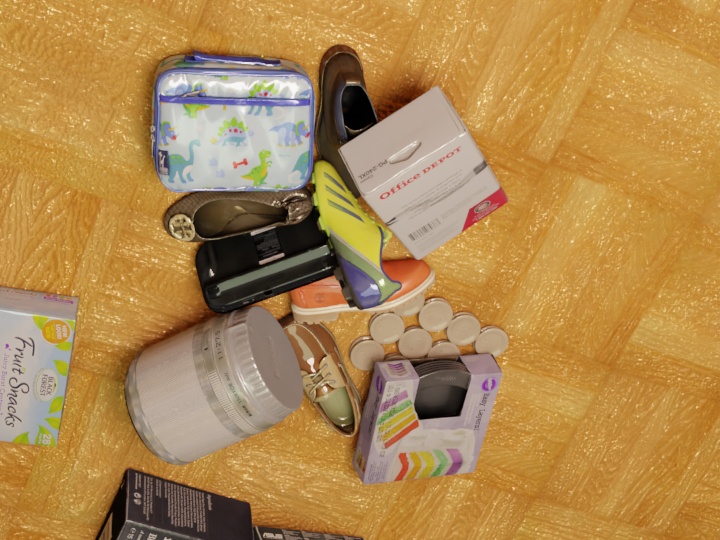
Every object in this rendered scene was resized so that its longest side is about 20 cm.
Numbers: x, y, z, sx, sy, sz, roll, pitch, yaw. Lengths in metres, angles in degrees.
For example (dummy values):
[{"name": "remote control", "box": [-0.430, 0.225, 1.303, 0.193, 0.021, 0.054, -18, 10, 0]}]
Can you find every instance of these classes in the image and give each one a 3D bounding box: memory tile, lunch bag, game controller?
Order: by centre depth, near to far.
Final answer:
[{"name": "lunch bag", "box": [-0.155, -0.179, 1.379, 0.197, 0.083, 0.163, 1, 115, -12]}, {"name": "game controller", "box": [-0.114, -0.019, 1.463, 0.198, 0.105, 0.042, -19, 147, 1]}, {"name": "memory tile", "box": [0.096, 0.110, 1.611, 0.198, 0.017, 0.154, 27, 110, -22]}]

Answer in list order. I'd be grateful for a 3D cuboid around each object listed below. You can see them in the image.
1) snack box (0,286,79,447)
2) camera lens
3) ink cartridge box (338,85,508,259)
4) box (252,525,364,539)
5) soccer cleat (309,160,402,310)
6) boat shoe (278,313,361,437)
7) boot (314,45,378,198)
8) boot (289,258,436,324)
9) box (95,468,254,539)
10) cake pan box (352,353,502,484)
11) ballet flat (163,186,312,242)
[{"name": "snack box", "box": [-0.464, 0.123, 1.491, 0.166, 0.068, 0.202, 10, 117, -14]}, {"name": "camera lens", "box": [-0.194, 0.151, 1.485, 0.198, 0.161, 0.161, -24, 120, 16]}, {"name": "ink cartridge box", "box": [0.081, -0.116, 1.400, 0.144, 0.084, 0.200, -32, 150, 8]}, {"name": "box", "box": [-0.109, 0.480, 1.733, 0.198, 0.048, 0.195, 13, 114, -31]}, {"name": "soccer cleat", "box": [-0.006, -0.049, 1.401, 0.083, 0.202, 0.065, -20, 160, 3]}, {"name": "boat shoe", "box": [-0.049, 0.147, 1.572, 0.075, 0.074, 0.201, -29, 119, 6]}, {"name": "boot", "box": [-0.017, -0.164, 1.399, 0.074, 0.097, 0.202, -9, 119, -6]}, {"name": "boot", "box": [0.000, 0.000, 1.507, 0.197, 0.075, 0.109, -11, 114, -3]}, {"name": "box", "box": [-0.281, 0.420, 1.654, 0.198, 0.118, 0.198, 20, 113, -20]}, {"name": "cake pan box", "box": [0.095, 0.207, 1.613, 0.182, 0.052, 0.202, -2, 125, -23]}, {"name": "ballet flat", "box": [-0.156, -0.069, 1.441, 0.197, 0.047, 0.068, -8, 123, 8]}]
